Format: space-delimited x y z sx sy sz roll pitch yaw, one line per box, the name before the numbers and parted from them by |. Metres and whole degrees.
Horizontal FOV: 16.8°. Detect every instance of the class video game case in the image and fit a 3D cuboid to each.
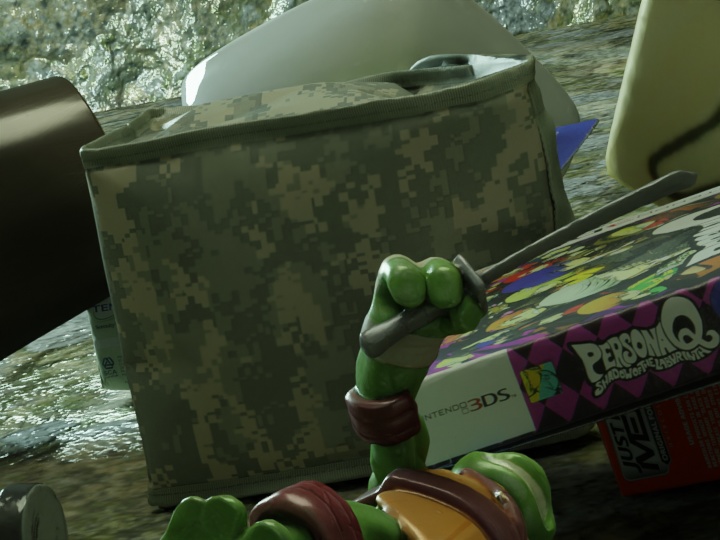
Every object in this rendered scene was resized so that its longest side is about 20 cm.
video game case | 0.107 0.008 0.875 0.181 0.036 0.200 -20 7 10

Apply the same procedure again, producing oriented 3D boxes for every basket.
basket | -0.219 -0.008 1.217 0.200 0.181 0.136 -24 47 -16

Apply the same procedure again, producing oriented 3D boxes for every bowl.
bowl | 0.011 -0.073 1.447 0.200 0.200 0.075 -23 47 29

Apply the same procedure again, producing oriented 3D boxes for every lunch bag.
lunch bag | 0.000 0.000 1.041 0.200 0.164 0.118 -8 12 15

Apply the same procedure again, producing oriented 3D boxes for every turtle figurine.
turtle figurine | 0.042 0.065 0.685 0.200 0.144 0.194 -10 9 29

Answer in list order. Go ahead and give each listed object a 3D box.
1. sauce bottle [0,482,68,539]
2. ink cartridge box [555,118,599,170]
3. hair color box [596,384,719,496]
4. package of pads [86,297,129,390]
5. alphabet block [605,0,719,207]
sauce bottle | -0.210 0.110 0.928 0.200 0.066 0.066 -9 9 18
ink cartridge box | 0.000 -0.040 1.208 0.200 0.047 0.198 -16 13 23
hair color box | 0.193 0.025 0.904 0.200 0.061 0.101 -14 8 35
package of pads | -0.048 0.007 1.347 0.154 0.068 0.200 -9 10 13
alphabet block | 0.242 -0.113 1.015 0.195 0.200 0.196 35 48 25
